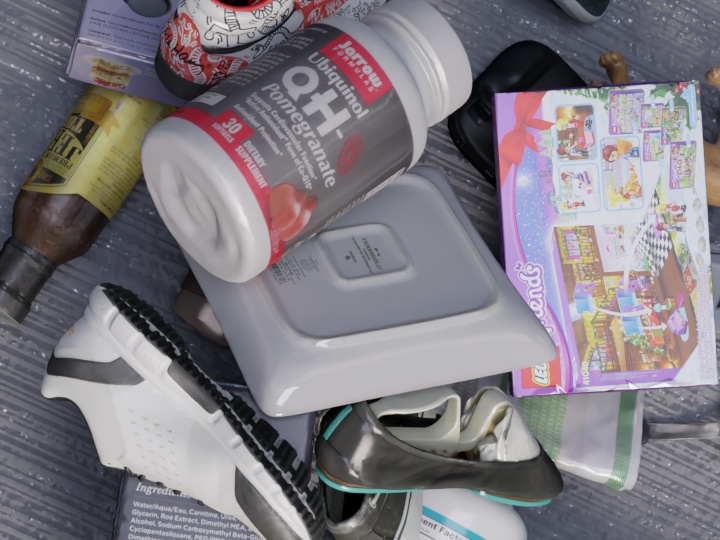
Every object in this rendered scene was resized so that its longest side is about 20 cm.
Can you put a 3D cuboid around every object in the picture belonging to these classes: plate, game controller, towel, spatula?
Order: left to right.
[{"bbox_3d":[0.000,0.000,1.442,0.199,0.032,0.200,-10,44,-19],"label":"plate"},{"bbox_3d":[0.106,0.056,1.553,0.199,0.031,0.150,24,44,-12],"label":"towel"},{"bbox_3d":[0.156,-0.069,1.617,0.200,0.042,0.104,46,65,-5],"label":"game controller"},{"bbox_3d":[0.220,0.115,1.618,0.199,0.021,0.057,0,80,-10],"label":"spatula"}]

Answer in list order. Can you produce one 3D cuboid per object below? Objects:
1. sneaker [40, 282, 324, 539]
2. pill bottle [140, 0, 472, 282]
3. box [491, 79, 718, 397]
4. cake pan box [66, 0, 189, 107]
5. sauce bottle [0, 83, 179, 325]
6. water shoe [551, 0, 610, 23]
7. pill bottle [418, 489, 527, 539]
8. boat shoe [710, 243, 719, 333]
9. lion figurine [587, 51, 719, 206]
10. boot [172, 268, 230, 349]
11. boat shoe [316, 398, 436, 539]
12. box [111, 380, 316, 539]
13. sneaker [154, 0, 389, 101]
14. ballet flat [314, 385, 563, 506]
[{"bbox_3d":[-0.103,0.101,1.338,0.200,0.074,0.080,45,99,6],"label":"sneaker"},{"bbox_3d":[-0.029,-0.088,1.413,0.200,0.111,0.111,-36,93,-25],"label":"pill bottle"},{"bbox_3d":[0.160,-0.021,1.497,0.136,0.039,0.202,-3,89,-1],"label":"box"},{"bbox_3d":[-0.084,-0.189,1.533,0.199,0.052,0.185,13,60,-10],"label":"cake pan box"},{"bbox_3d":[-0.190,-0.057,1.530,0.065,0.065,0.201,34,79,-7],"label":"sauce bottle"},{"bbox_3d":[0.103,-0.250,1.602,0.200,0.079,0.072,45,61,-30],"label":"water shoe"},{"bbox_3d":[0.041,0.205,1.532,0.110,0.111,0.201,29,80,-7],"label":"pill bottle"},{"bbox_3d":[0.259,0.010,1.599,0.199,0.065,0.074,15,106,-39],"label":"boat shoe"},{"bbox_3d":[0.215,-0.079,1.577,0.199,0.073,0.123,3,63,-14],"label":"lion figurine"},{"bbox_3d":[-0.075,-0.023,1.552,0.200,0.070,0.146,43,87,2],"label":"boot"},{"bbox_3d":[0.007,0.106,1.502,0.070,0.201,0.064,-23,128,20],"label":"boat shoe"},{"bbox_3d":[-0.096,0.174,1.456,0.117,0.197,0.201,7,85,-1],"label":"box"},{"bbox_3d":[-0.038,-0.185,1.452,0.201,0.108,0.067,-31,75,-31],"label":"sneaker"},{"bbox_3d":[0.062,0.109,1.433,0.199,0.068,0.069,6,115,-39],"label":"ballet flat"}]
